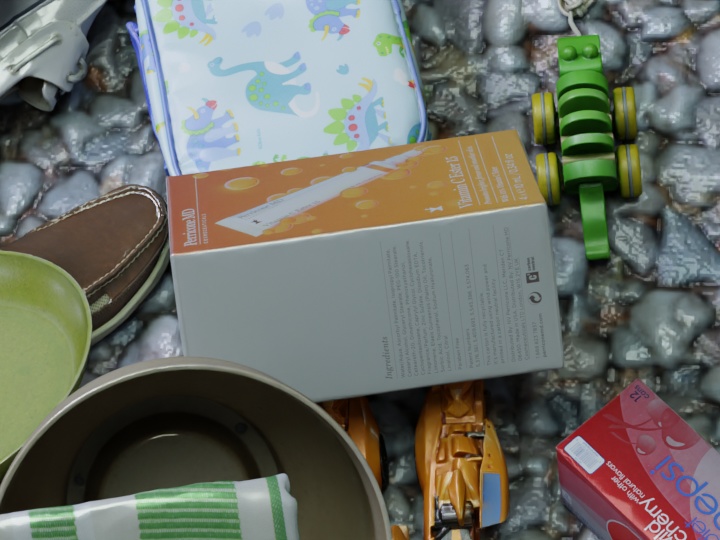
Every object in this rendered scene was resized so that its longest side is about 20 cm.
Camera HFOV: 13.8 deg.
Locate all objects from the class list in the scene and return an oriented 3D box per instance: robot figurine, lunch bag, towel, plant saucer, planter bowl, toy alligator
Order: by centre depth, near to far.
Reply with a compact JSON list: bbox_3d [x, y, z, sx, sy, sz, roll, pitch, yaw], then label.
[{"bbox_3d":[-0.120,0.182,1.428,0.199,0.023,0.153,-9,101,-4],"label":"towel"},{"bbox_3d":[-0.090,0.132,1.501,0.199,0.135,0.201,-1,100,-6],"label":"planter bowl"},{"bbox_3d":[-0.229,0.068,1.566,0.199,0.031,0.200,-15,38,12],"label":"plant saucer"},{"bbox_3d":[0.019,0.147,1.583,0.144,0.058,0.201,-5,60,7],"label":"robot figurine"},{"bbox_3d":[0.128,-0.102,1.715,0.059,0.054,0.201,-4,60,4],"label":"toy alligator"},{"bbox_3d":[-0.048,-0.112,1.727,0.160,0.083,0.201,-13,59,-1],"label":"lunch bag"}]

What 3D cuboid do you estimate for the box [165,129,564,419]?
[{"bbox_3d":[0.000,0.000,1.604,0.199,0.098,0.124,-8,22,-2],"label":"box"}]

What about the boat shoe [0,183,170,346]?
[{"bbox_3d":[-0.187,0.015,1.675,0.202,0.075,0.075,-41,64,-16],"label":"boat shoe"}]

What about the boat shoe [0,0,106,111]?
[{"bbox_3d":[-0.197,-0.128,1.773,0.200,0.071,0.070,-36,90,-18],"label":"boat shoe"}]

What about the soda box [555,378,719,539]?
[{"bbox_3d":[0.191,0.152,1.552,0.063,0.070,0.200,-38,62,-15],"label":"soda box"}]
